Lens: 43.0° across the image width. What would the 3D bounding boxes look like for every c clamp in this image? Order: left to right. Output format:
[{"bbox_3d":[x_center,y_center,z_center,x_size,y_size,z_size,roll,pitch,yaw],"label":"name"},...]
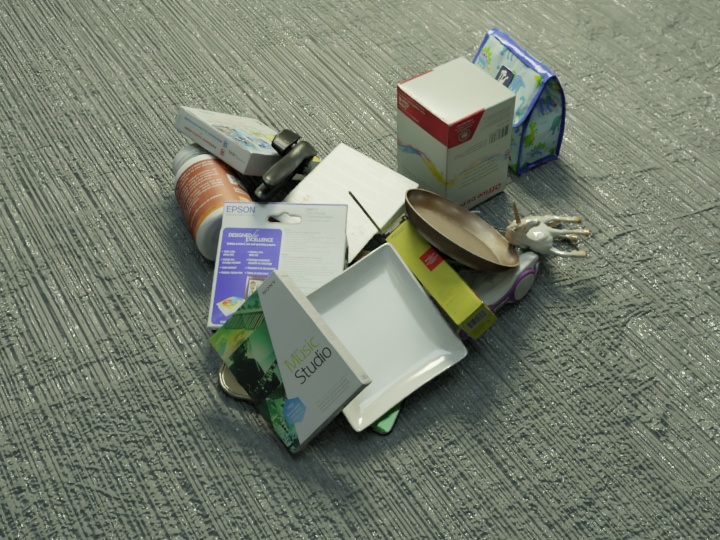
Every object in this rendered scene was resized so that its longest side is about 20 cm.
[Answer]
[{"bbox_3d":[-0.121,0.124,1.329,0.197,0.027,0.172,14,48,14],"label":"c clamp"}]

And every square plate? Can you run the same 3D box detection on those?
[{"bbox_3d":[0.017,0.091,1.276,0.199,0.028,0.199,-32,78,-18],"label":"square plate"}]

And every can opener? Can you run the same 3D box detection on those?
[{"bbox_3d":[-0.123,-0.157,1.439,0.078,0.064,0.201,25,34,0],"label":"can opener"}]

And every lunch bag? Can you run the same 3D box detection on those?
[{"bbox_3d":[0.271,-0.301,1.606,0.126,0.202,0.170,-25,52,-22],"label":"lunch bag"}]

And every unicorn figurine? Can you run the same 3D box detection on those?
[{"bbox_3d":[0.287,-0.059,1.435,0.135,0.200,0.075,5,90,0],"label":"unicorn figurine"}]

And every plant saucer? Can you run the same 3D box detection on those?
[{"bbox_3d":[0.145,-0.054,1.358,0.198,0.032,0.201,28,20,-11],"label":"plant saucer"}]

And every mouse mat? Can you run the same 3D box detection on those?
[{"bbox_3d":[0.009,0.111,1.286,0.159,0.008,0.202,27,68,1],"label":"mouse mat"}]

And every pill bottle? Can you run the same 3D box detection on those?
[{"bbox_3d":[-0.241,-0.118,1.497,0.111,0.113,0.201,-18,49,-16],"label":"pill bottle"}]

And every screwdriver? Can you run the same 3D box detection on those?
[{"bbox_3d":[0.030,-0.060,1.397,0.028,0.200,0.029,-43,37,-2],"label":"screwdriver"}]

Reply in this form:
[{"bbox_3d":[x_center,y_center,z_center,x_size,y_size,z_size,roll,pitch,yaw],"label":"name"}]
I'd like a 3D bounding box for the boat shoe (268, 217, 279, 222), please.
[{"bbox_3d":[-0.113,-0.053,1.465,0.074,0.074,0.200,30,48,21],"label":"boat shoe"}]

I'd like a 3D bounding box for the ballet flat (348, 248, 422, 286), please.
[{"bbox_3d":[0.000,0.000,1.420,0.197,0.068,0.068,15,55,16],"label":"ballet flat"}]

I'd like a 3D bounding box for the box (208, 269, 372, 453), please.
[{"bbox_3d":[-0.098,0.121,1.229,0.144,0.036,0.200,-45,72,16],"label":"box"}]

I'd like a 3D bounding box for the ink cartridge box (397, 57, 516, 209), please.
[{"bbox_3d":[0.155,-0.219,1.532,0.144,0.202,0.145,-27,49,-24],"label":"ink cartridge box"}]

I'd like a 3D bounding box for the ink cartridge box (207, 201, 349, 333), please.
[{"bbox_3d":[-0.117,-0.002,1.353,0.195,0.043,0.203,2,72,7],"label":"ink cartridge box"}]

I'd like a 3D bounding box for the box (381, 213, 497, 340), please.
[{"bbox_3d":[0.113,0.008,1.328,0.050,0.075,0.201,-42,55,6],"label":"box"}]

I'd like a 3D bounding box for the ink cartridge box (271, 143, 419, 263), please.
[{"bbox_3d":[-0.024,-0.100,1.458,0.159,0.048,0.200,30,58,18],"label":"ink cartridge box"}]

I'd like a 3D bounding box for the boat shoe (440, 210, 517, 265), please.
[{"bbox_3d":[0.156,-0.054,1.470,0.197,0.062,0.075,4,45,4],"label":"boat shoe"}]

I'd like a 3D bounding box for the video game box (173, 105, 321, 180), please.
[{"bbox_3d":[-0.189,-0.215,1.566,0.181,0.047,0.199,32,18,29],"label":"video game box"}]

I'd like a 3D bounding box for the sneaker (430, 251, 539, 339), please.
[{"bbox_3d":[0.192,0.017,1.393,0.199,0.075,0.099,-33,56,-27],"label":"sneaker"}]
